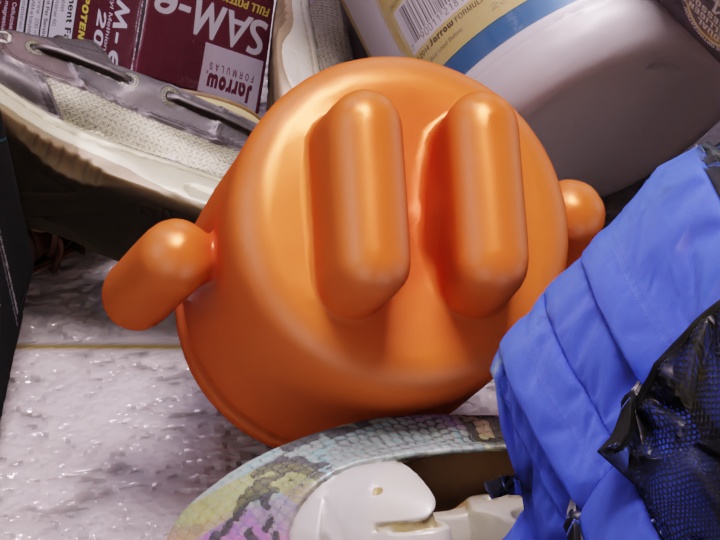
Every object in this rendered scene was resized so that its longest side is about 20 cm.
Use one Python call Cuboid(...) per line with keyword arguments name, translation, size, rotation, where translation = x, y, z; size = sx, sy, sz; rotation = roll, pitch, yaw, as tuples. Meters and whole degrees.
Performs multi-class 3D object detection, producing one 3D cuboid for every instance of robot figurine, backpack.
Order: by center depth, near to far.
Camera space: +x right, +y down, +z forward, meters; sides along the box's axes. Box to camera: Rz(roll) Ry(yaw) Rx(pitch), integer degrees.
Cuboid(name="backpack", translation=(0.114, 0.068, 0.699), size=(0.168, 0.162, 0.200), rotation=(-42, 34, 17))
Cuboid(name="robot figurine", translation=(0.002, 0.000, 0.859), size=(0.144, 0.117, 0.200), rotation=(-40, -2, -21))

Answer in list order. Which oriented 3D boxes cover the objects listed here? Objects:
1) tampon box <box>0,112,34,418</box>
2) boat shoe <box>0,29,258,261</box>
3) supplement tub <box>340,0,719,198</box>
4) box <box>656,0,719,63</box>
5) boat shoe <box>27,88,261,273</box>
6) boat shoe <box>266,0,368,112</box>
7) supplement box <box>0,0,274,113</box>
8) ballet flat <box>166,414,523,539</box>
Cuboid(name="tampon box", translation=(-0.232, -0.010, 0.893), size=(0.199, 0.150, 0.127), rotation=(-1, 43, 6))
Cuboid(name="boat shoe", translation=(-0.115, -0.056, 0.971), size=(0.200, 0.072, 0.066), rotation=(23, 52, -1))
Cuboid(name="supplement tub", translation=(0.058, -0.137, 1.040), size=(0.144, 0.145, 0.200), rotation=(-16, 66, -21))
Cuboid(name="box", translation=(0.166, -0.161, 0.954), size=(0.161, 0.049, 0.200), rotation=(-37, 72, -21))
Cuboid(name="boat shoe", translation=(-0.132, -0.028, 1.028), size=(0.199, 0.072, 0.068), rotation=(-4, 50, -10))
Cuboid(name="boat shoe", translation=(-0.008, -0.097, 1.133), size=(0.065, 0.072, 0.200), rotation=(6, 28, -4))
Cuboid(name="supplement box", translation=(-0.151, -0.112, 1.120), size=(0.199, 0.061, 0.109), rotation=(8, -1, 27))
Cuboid(name="ballet flat", translation=(0.038, 0.081, 0.805), size=(0.199, 0.069, 0.071), rotation=(-8, 12, -14))
